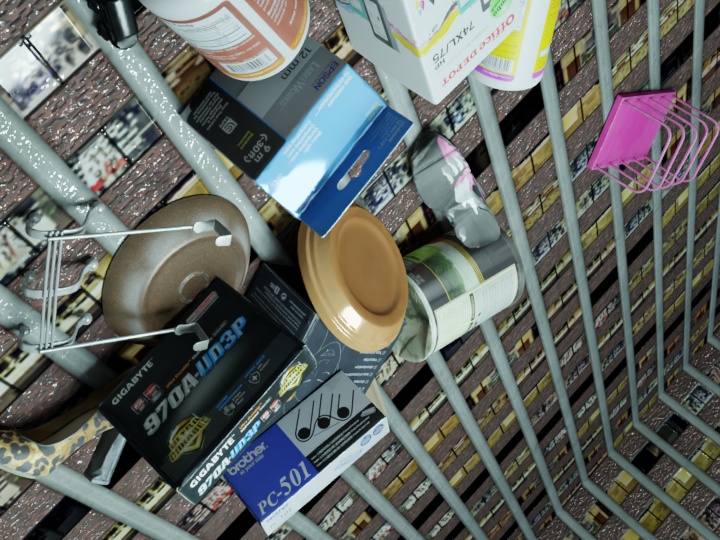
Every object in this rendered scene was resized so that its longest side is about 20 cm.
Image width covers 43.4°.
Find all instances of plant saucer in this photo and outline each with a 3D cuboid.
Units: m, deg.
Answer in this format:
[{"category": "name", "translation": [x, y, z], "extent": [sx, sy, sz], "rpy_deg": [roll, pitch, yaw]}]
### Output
[{"category": "plant saucer", "translation": [-0.198, 0.011, 1.033], "extent": [0.199, 0.037, 0.203], "rpy_deg": [-31, 143, -27]}, {"category": "plant saucer", "translation": [0.000, 0.000, 1.136], "extent": [0.037, 0.204, 0.198], "rpy_deg": [-23, 163, 33]}]

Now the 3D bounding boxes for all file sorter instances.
[{"category": "file sorter", "translation": [0.530, -0.228, 1.621], "extent": [0.198, 0.125, 0.141], "rpy_deg": [-15, 134, -43]}]

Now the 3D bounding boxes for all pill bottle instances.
[{"category": "pill bottle", "translation": [-0.127, -0.249, 0.764], "extent": [0.113, 0.112, 0.200], "rpy_deg": [-52, 158, 3]}, {"category": "pill bottle", "translation": [0.196, -0.334, 1.117], "extent": [0.103, 0.104, 0.203], "rpy_deg": [-26, 140, -33]}]

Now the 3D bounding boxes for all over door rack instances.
[{"category": "over door rack", "translation": [-0.244, 0.010, 0.927], "extent": [0.196, 0.067, 0.150], "rpy_deg": [0, 124, -26]}]

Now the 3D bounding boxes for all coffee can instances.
[{"category": "coffee can", "translation": [0.128, 0.027, 1.350], "extent": [0.198, 0.146, 0.148], "rpy_deg": [-27, 141, -32]}]

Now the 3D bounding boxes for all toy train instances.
[{"category": "toy train", "translation": [-0.216, -0.265, 0.726], "extent": [0.034, 0.046, 0.202], "rpy_deg": [-35, 144, -23]}]

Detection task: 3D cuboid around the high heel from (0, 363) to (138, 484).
[{"category": "high heel", "translation": [-0.330, 0.155, 1.001], "extent": [0.199, 0.071, 0.145], "rpy_deg": [26, 86, -51]}]

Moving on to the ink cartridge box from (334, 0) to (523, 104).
[{"category": "ink cartridge box", "translation": [0.059, -0.311, 0.929], "extent": [0.147, 0.146, 0.201], "rpy_deg": [-44, 148, -9]}]

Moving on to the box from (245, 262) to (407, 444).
[{"category": "box", "translation": [-0.074, 0.111, 1.204], "extent": [0.198, 0.124, 0.199], "rpy_deg": [8, 115, -53]}]

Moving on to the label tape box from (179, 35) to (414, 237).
[{"category": "label tape box", "translation": [-0.066, -0.148, 0.884], "extent": [0.144, 0.199, 0.066], "rpy_deg": [-50, 146, 1]}]

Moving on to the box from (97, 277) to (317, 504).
[{"category": "box", "translation": [-0.167, 0.126, 0.988], "extent": [0.200, 0.158, 0.046], "rpy_deg": [-47, 145, -14]}]

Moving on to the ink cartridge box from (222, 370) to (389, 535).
[{"category": "ink cartridge box", "translation": [-0.068, 0.224, 1.127], "extent": [0.199, 0.094, 0.045], "rpy_deg": [-38, 146, -18]}]

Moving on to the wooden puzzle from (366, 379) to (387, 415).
[{"category": "wooden puzzle", "translation": [-0.058, 0.238, 1.429], "extent": [0.199, 0.046, 0.186], "rpy_deg": [-37, 145, -13]}]

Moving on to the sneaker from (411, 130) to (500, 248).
[{"category": "sneaker", "translation": [0.126, -0.121, 1.278], "extent": [0.079, 0.087, 0.201], "rpy_deg": [-25, 129, 11]}]

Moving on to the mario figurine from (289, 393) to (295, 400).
[{"category": "mario figurine", "translation": [-0.161, 0.135, 1.082], "extent": [0.123, 0.196, 0.108], "rpy_deg": [-27, 105, -68]}]
